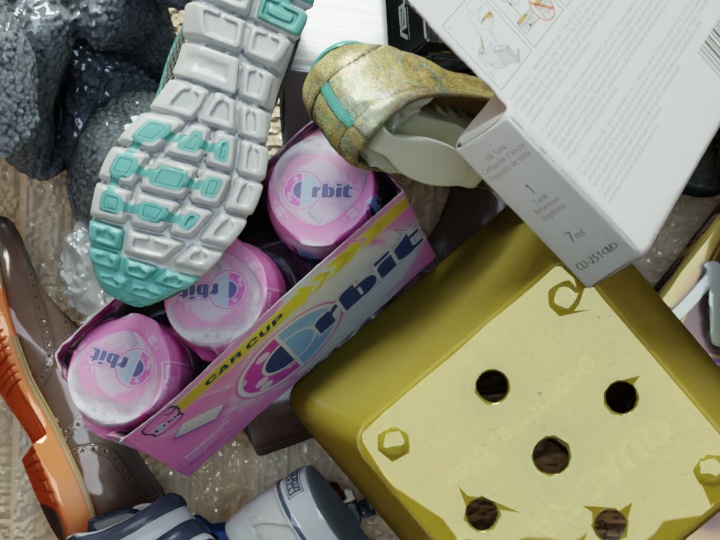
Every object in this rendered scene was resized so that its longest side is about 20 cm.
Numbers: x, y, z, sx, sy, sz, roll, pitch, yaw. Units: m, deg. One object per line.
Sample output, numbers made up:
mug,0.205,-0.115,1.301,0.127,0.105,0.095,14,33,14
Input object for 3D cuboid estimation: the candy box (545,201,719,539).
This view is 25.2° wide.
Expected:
candy box,0.212,0.054,0.942,0.117,0.056,0.200,37,85,3

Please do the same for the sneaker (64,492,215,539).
sneaker,-0.138,0.205,0.897,0.200,0.070,0.109,-45,77,27

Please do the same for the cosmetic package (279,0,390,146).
cosmetic package,0.011,-0.174,0.913,0.090,0.107,0.200,7,69,0

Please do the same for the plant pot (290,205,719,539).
plant pot,0.091,0.083,0.824,0.200,0.176,0.200,-40,88,2

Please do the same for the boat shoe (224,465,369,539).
boat shoe,-0.013,0.211,0.907,0.086,0.075,0.202,-30,108,10

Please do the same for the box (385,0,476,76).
box,0.089,-0.200,0.859,0.160,0.044,0.200,2,77,-25

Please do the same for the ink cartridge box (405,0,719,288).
ink cartridge box,0.099,-0.116,0.767,0.174,0.044,0.200,45,48,-8

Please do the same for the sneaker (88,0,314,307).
sneaker,-0.075,-0.072,0.810,0.078,0.091,0.200,24,81,-2

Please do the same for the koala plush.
koala plush,-0.135,-0.079,0.912,0.177,0.184,0.200,-42,106,-20

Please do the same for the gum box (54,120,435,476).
gum box,-0.061,0.020,0.860,0.200,0.114,0.066,-42,71,-3

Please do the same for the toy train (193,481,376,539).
toy train,-0.034,0.143,0.942,0.200,0.034,0.046,-21,82,-3

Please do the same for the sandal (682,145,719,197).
sandal,0.130,-0.086,0.944,0.200,0.048,0.075,15,56,-22

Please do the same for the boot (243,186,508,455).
boot,0.000,0.000,0.945,0.200,0.064,0.187,-12,83,3

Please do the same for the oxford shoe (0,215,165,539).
oxford shoe,-0.175,0.056,0.940,0.073,0.071,0.200,-19,90,-23

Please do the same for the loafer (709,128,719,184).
loafer,0.238,-0.022,0.884,0.067,0.076,0.200,-9,84,6

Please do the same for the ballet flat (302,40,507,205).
ballet flat,0.059,-0.066,0.818,0.200,0.071,0.071,9,84,-40
